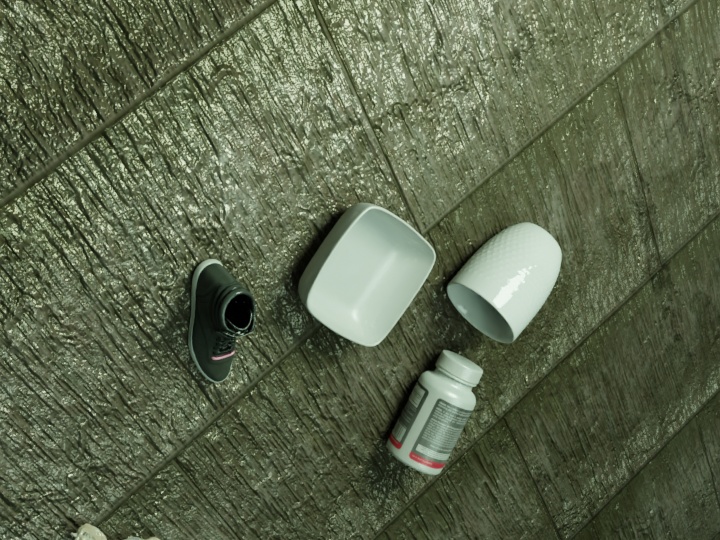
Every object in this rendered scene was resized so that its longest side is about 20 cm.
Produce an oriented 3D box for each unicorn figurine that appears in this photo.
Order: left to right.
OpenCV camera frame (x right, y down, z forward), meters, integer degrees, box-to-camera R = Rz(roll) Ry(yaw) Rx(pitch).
[{"bbox_3d":[-0.381,0.442,1.607,0.199,0.073,0.139,-1,105,-53],"label":"unicorn figurine"}]

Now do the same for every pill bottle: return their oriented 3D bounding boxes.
[{"bbox_3d":[0.135,0.247,1.871,0.110,0.110,0.202,19,101,-42],"label":"pill bottle"}]

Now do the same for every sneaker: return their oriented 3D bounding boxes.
[{"bbox_3d":[-0.197,0.093,1.536,0.070,0.099,0.202,-18,124,-32],"label":"sneaker"}]

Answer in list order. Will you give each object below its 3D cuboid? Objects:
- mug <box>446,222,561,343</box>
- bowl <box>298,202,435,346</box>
[{"bbox_3d":[0.257,0.020,1.840,0.176,0.147,0.200,-48,164,-17],"label":"mug"},{"bbox_3d":[0.000,0.000,1.659,0.200,0.074,0.201,34,90,-44],"label":"bowl"}]
